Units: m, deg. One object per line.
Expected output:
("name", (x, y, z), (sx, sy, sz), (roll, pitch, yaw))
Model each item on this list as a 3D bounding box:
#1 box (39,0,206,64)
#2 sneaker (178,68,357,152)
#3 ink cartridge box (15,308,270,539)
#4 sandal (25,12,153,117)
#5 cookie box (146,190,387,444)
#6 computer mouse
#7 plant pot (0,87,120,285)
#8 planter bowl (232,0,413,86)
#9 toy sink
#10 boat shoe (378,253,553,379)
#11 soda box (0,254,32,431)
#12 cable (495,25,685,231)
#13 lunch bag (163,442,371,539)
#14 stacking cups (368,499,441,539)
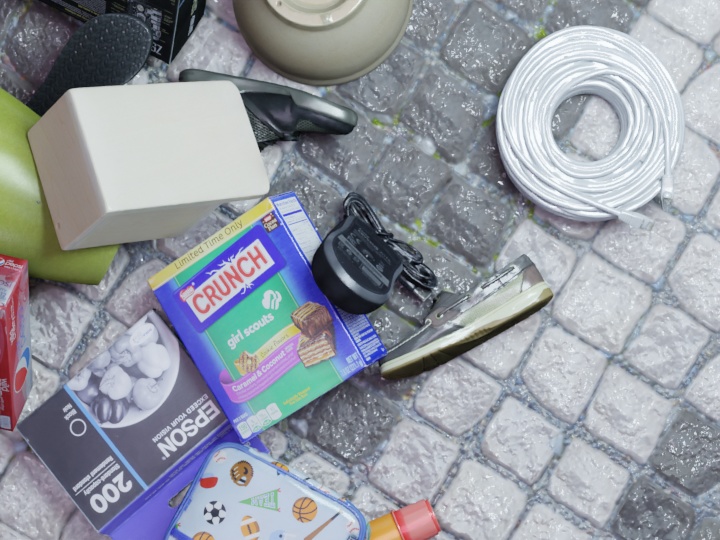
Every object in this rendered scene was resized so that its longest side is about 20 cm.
("box", (-0.257, -0.331, 1.636), (0.198, 0.164, 0.087), (26, 57, 4))
("sneaker", (-0.104, -0.143, 1.679), (0.197, 0.076, 0.116), (9, 91, 6))
("ink cartridge box", (-0.232, 0.180, 1.690), (0.198, 0.043, 0.200), (-40, 88, 0))
("sandal", (-0.291, -0.207, 1.681), (0.200, 0.048, 0.075), (-39, 98, 28))
("cookie box", (-0.098, 0.048, 1.651), (0.170, 0.075, 0.201), (-33, 86, 19))
("computer mouse", (0.000, 0.000, 1.619), (0.139, 0.200, 0.053), (47, 112, 1))
("plant pot", (-0.341, -0.071, 1.647), (0.198, 0.187, 0.189), (26, 90, -11))
("planter bowl", (-0.043, -0.303, 1.649), (0.198, 0.135, 0.203), (0, 88, 2))
("toy sink", (-0.214, -0.106, 1.596), (0.199, 0.112, 0.132), (-10, 76, -40))
("boat shoe", (0.104, 0.049, 1.669), (0.199, 0.072, 0.067), (-27, 74, 5))
("soda box", (-0.378, 0.073, 1.627), (0.063, 0.201, 0.070), (13, 46, 2))
("cable", (0.241, -0.152, 1.666), (0.198, 0.069, 0.202), (12, 88, 3))
("lunch bag", (-0.093, 0.280, 1.615), (0.199, 0.076, 0.161), (28, 83, 10))
("stacking cups", (-0.011, 0.299, 1.676), (0.198, 0.061, 0.061), (-22, 88, -3))
